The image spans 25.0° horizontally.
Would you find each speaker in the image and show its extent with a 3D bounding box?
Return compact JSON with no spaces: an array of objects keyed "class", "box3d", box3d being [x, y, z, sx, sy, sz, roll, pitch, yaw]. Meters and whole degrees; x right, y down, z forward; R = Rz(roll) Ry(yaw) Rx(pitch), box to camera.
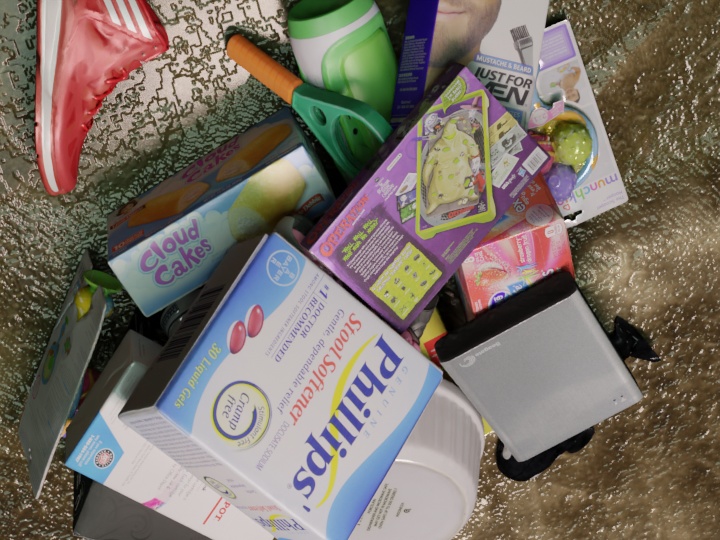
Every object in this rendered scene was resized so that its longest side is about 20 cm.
[{"class":"speaker","box3d":[0.004,-0.149,1.447,0.088,0.089,0.201,-22,116,0]}]

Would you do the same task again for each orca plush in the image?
[{"class":"orca plush","box3d":[0.217,0.146,1.626,0.199,0.071,0.105,-35,115,6]}]

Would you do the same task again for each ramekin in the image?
[{"class":"ramekin","box3d":[0.021,0.189,1.519,0.200,0.095,0.203,-2,136,-2]}]

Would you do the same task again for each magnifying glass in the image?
[{"class":"magnifying glass","box3d":[-0.040,-0.140,1.407,0.022,0.200,0.080,-38,157,-29]}]

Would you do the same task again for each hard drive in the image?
[{"class":"hard drive","box3d":[0.168,0.092,1.508,0.139,0.033,0.200,-28,138,9]}]

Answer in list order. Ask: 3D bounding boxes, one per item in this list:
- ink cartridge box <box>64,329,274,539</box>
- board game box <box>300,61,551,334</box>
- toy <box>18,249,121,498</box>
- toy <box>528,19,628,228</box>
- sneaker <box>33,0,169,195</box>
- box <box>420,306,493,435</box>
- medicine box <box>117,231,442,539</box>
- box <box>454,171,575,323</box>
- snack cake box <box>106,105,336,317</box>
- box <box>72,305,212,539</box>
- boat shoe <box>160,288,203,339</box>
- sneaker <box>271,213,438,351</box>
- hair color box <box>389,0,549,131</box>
[{"class":"ink cartridge box","box3d":[-0.146,0.155,1.429,0.199,0.068,0.116,31,104,-20]},{"class":"board game box","box3d":[0.056,-0.059,1.364,0.200,0.032,0.120,-49,121,-3]},{"class":"toy","box3d":[-0.258,0.096,1.489,0.047,0.115,0.202,11,112,-24]},{"class":"toy","box3d":[0.174,-0.118,1.511,0.114,0.047,0.201,-23,116,2]},{"class":"sneaker","box3d":[-0.223,-0.160,1.406,0.114,0.079,0.202,0,115,-9]},{"class":"box","box3d":[0.064,0.072,1.564,0.050,0.075,0.201,-25,115,1]},{"class":"medicine box","box3d":[-0.064,0.103,1.355,0.200,0.103,0.183,39,68,-16]},{"class":"box","box3d":[0.138,0.002,1.499,0.102,0.095,0.201,-20,138,-1]},{"class":"snack cake box","box3d":[-0.126,-0.054,1.449,0.199,0.115,0.067,-31,116,4]},{"class":"box","box3d":[-0.172,0.154,1.530,0.147,0.125,0.201,19,110,-17]},{"class":"boat shoe","box3d":[-0.089,0.053,1.485,0.199,0.066,0.072,2,131,-49]},{"class":"sneaker","box3d":[0.000,0.000,1.432,0.200,0.079,0.096,44,70,-37]},{"class":"hair color box","box3d":[0.098,-0.200,1.407,0.108,0.065,0.202,9,89,-24]}]
